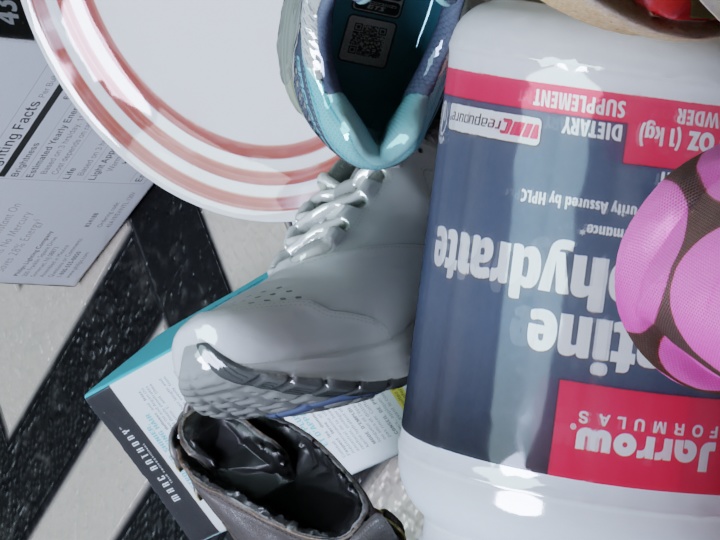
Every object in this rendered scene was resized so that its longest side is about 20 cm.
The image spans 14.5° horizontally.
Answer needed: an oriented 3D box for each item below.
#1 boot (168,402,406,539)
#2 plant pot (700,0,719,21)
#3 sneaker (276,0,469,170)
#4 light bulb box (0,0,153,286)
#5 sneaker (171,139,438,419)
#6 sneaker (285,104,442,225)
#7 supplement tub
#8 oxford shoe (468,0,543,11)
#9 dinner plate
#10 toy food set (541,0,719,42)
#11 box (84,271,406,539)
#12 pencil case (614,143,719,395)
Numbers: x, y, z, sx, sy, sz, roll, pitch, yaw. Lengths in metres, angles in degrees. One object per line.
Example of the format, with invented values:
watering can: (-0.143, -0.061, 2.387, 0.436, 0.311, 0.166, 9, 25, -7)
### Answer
boot: (-0.020, 0.107, 1.061, 0.069, 0.174, 0.199, -49, 38, -19)
plant pot: (0.183, -0.168, 0.784, 0.200, 0.187, 0.188, -39, 55, 31)
sneaker: (0.017, -0.127, 0.938, 0.086, 0.077, 0.201, -104, 17, -65)
light bulb box: (-0.192, -0.097, 1.314, 0.198, 0.199, 0.125, -48, 49, 44)
sneaker: (0.000, 0.000, 1.000, 0.074, 0.199, 0.088, -11, 95, 38)
sneaker: (0.016, -0.096, 1.134, 0.085, 0.072, 0.201, -79, -1, -66)
supplement tub: (0.087, 0.018, 0.925, 0.140, 0.140, 0.202, 15, 100, 56)
oxford shoe: (0.047, -0.119, 1.032, 0.058, 0.075, 0.201, -35, 79, 51)
dinner plate: (-0.053, -0.114, 1.085, 0.199, 0.024, 0.201, 19, 126, 27)
toy food set: (0.056, -0.156, 0.845, 0.049, 0.200, 0.198, -39, 12, 32)
box: (-0.029, 0.046, 1.156, 0.082, 0.049, 0.200, 54, 144, -7)
pencil case: (0.162, 0.026, 0.772, 0.200, 0.091, 0.094, 32, 158, 53)
